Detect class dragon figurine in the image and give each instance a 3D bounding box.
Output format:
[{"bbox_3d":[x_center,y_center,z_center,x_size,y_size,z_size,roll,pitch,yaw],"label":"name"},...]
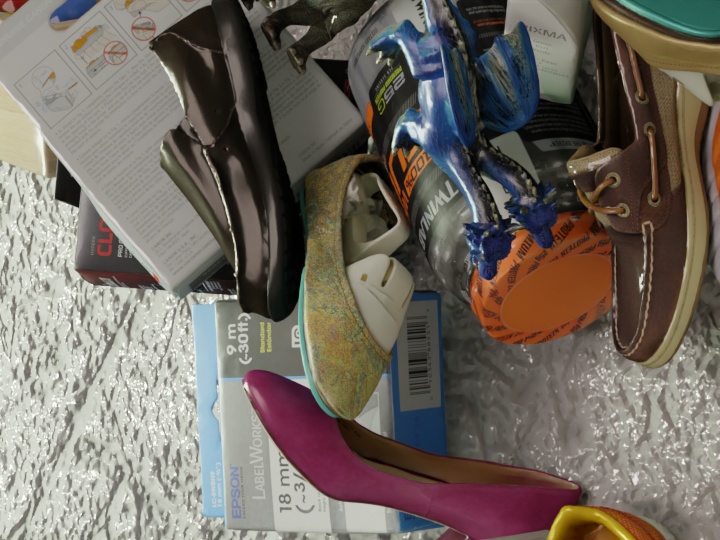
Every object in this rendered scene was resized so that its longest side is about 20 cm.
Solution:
[{"bbox_3d":[0.055,-0.099,1.189,0.099,0.059,0.202,24,128,54],"label":"dragon figurine"}]

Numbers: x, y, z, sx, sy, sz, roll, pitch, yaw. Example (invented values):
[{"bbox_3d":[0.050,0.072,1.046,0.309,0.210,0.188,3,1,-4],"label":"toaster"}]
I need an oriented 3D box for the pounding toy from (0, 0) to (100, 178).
[{"bbox_3d":[-0.182,-0.167,1.607,0.184,0.199,0.143,21,119,52],"label":"pounding toy"}]

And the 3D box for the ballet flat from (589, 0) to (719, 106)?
[{"bbox_3d":[0.197,-0.104,1.136,0.199,0.068,0.064,19,127,37],"label":"ballet flat"}]

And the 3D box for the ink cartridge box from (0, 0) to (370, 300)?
[{"bbox_3d":[-0.117,-0.108,1.412,0.162,0.050,0.200,-40,78,-4],"label":"ink cartridge box"}]

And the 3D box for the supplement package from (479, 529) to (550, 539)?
[{"bbox_3d":[0.052,0.269,1.259,0.200,0.110,0.156,-50,60,30],"label":"supplement package"}]

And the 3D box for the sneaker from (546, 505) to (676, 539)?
[{"bbox_3d":[0.168,0.191,1.191,0.200,0.077,0.073,34,105,45],"label":"sneaker"}]

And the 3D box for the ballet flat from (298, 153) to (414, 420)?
[{"bbox_3d":[0.000,0.000,1.307,0.071,0.070,0.201,-49,25,30],"label":"ballet flat"}]

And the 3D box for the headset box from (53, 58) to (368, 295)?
[{"bbox_3d":[-0.096,-0.062,1.463,0.075,0.198,0.150,72,-157,-81],"label":"headset box"}]

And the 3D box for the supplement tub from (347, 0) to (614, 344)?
[{"bbox_3d":[0.078,-0.065,1.316,0.123,0.122,0.201,-48,49,31],"label":"supplement tub"}]

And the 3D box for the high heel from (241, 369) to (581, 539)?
[{"bbox_3d":[0.029,0.099,1.296,0.096,0.200,0.068,-45,21,16],"label":"high heel"}]

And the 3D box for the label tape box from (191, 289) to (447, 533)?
[{"bbox_3d":[-0.044,0.089,1.418,0.199,0.063,0.146,-4,89,35],"label":"label tape box"}]

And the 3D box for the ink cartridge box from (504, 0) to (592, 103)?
[{"bbox_3d":[0.115,-0.203,1.200,0.200,0.050,0.162,93,-168,-70],"label":"ink cartridge box"}]

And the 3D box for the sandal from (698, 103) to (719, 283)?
[{"bbox_3d":[0.211,-0.081,1.212,0.079,0.059,0.208,118,151,-53],"label":"sandal"}]

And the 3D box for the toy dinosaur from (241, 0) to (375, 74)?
[{"bbox_3d":[-0.017,-0.175,1.346,0.077,0.102,0.200,61,172,-14],"label":"toy dinosaur"}]

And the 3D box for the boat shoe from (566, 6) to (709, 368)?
[{"bbox_3d":[0.141,-0.051,1.207,0.072,0.071,0.202,-171,85,-73],"label":"boat shoe"}]

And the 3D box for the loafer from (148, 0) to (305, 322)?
[{"bbox_3d":[-0.081,-0.061,1.348,0.071,0.073,0.202,-14,71,4],"label":"loafer"}]
